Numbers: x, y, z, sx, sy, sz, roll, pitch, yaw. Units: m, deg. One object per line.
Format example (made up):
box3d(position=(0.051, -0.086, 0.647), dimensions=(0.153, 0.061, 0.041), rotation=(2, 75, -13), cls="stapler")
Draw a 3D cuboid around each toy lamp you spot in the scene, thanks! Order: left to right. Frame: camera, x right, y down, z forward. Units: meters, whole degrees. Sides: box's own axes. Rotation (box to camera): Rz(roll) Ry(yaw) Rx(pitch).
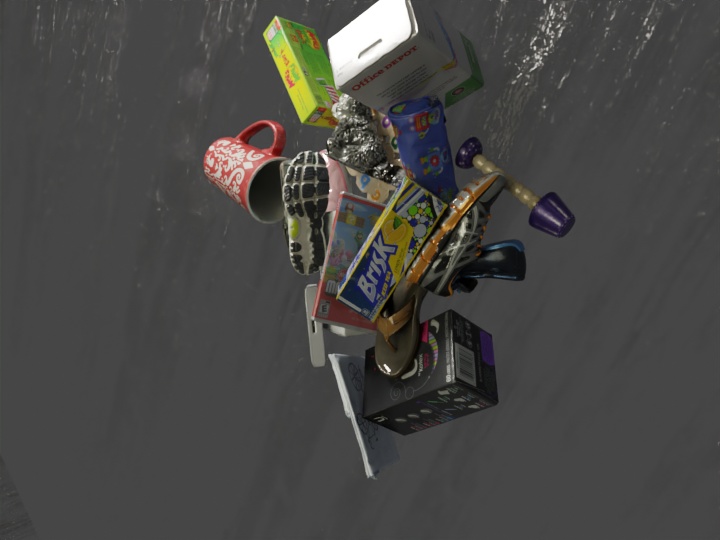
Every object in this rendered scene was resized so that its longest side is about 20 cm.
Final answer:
box3d(position=(0.222, -0.119, 0.826), dimensions=(0.200, 0.058, 0.059), rotation=(44, 121, 31), cls="toy lamp")

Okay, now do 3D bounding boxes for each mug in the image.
box3d(position=(-0.217, -0.212, 1.180), dimensions=(0.199, 0.133, 0.179), rotation=(30, 82, 40), cls="mug")

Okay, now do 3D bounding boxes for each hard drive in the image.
box3d(position=(-0.083, 0.094, 1.051), dimensions=(0.200, 0.026, 0.135), rotation=(177, 88, -86), cls="hard drive")

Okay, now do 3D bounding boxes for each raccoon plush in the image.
box3d(position=(0.030, -0.230, 0.974), dimensions=(0.197, 0.097, 0.136), rotation=(25, 96, 6), cls="raccoon plush")

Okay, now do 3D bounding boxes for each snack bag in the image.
box3d(position=(0.011, 0.240, 0.968), dimensions=(0.021, 0.188, 0.204), rotation=(-22, 75, 12), cls="snack bag")

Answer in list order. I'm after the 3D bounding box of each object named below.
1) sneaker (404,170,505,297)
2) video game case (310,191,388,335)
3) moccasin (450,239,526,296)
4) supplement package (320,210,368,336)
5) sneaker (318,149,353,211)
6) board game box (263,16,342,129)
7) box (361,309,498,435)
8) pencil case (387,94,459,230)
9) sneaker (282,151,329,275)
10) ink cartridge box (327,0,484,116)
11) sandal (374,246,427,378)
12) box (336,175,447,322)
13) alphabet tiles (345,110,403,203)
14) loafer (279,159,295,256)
box3d(position=(0.146, -0.052, 0.816), dimensions=(0.077, 0.078, 0.201), rotation=(35, 103, -4), cls="sneaker")
box3d(position=(0.010, -0.006, 0.904), dimensions=(0.017, 0.140, 0.205), rotation=(7, 83, 68), cls="video game case")
box3d(position=(0.158, 0.004, 0.880), dimensions=(0.197, 0.080, 0.070), rotation=(-12, 95, 44), cls="moccasin")
box3d(position=(0.000, 0.000, 0.973), dimensions=(0.117, 0.114, 0.205), rotation=(-174, 81, -66), cls="supplement package")
box3d(position=(-0.070, -0.126, 1.050), dimensions=(0.075, 0.103, 0.205), rotation=(-20, 81, 52), cls="sneaker")
box3d(position=(-0.096, -0.363, 1.055), dimensions=(0.047, 0.101, 0.203), rotation=(-35, 71, 37), cls="board game box")
box3d(position=(0.104, 0.166, 0.898), dimensions=(0.199, 0.105, 0.124), rotation=(-32, 41, 39), cls="box")
box3d(position=(0.104, -0.165, 0.862), dimensions=(0.078, 0.086, 0.203), rotation=(42, 156, 56), cls="pencil case")
box3d(position=(-0.095, -0.096, 0.953), dimensions=(0.080, 0.076, 0.205), rotation=(-133, 47, -75), cls="sneaker")
box3d(position=(0.069, -0.303, 0.836), dimensions=(0.143, 0.198, 0.086), rotation=(-23, 71, 34), cls="ink cartridge box")
box3d(position=(0.059, 0.059, 0.865), dimensions=(0.081, 0.054, 0.204), rotation=(19, 92, 45), cls="sandal")
box3d(position=(0.042, -0.031, 0.832), dimensions=(0.069, 0.064, 0.202), rotation=(30, 101, -7), cls="box")
box3d(position=(0.057, -0.213, 0.991), dimensions=(0.196, 0.014, 0.202), rotation=(-47, 65, 32), cls="alphabet tiles")
box3d(position=(-0.125, -0.115, 1.113), dimensions=(0.062, 0.072, 0.205), rotation=(11, 108, 26), cls="loafer")
